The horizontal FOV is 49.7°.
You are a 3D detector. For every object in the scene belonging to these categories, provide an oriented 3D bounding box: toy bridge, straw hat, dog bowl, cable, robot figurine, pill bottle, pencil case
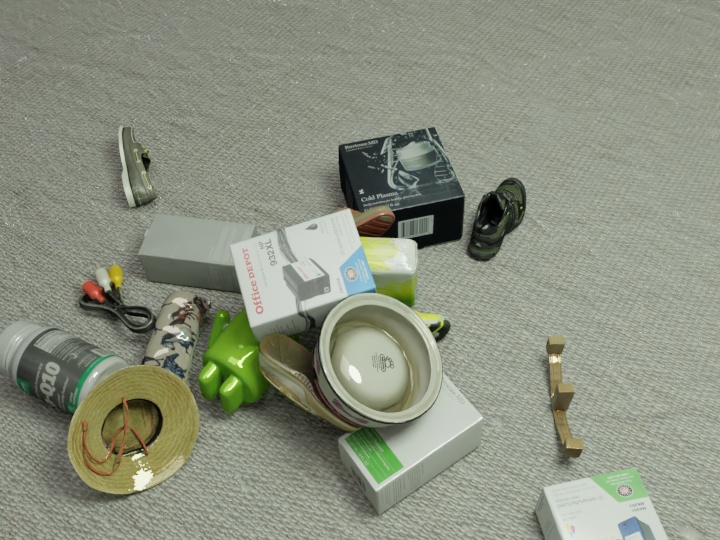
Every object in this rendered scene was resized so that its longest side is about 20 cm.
[{"bbox_3d":[0.316,0.200,1.221,0.027,0.068,0.202,-1,53,2],"label":"toy bridge"},{"bbox_3d":[-0.358,0.238,1.202,0.201,0.202,0.085,-37,17,-24],"label":"straw hat"},{"bbox_3d":[0.017,0.138,1.134,0.198,0.074,0.202,14,56,-21],"label":"dog bowl"},{"bbox_3d":[-0.435,0.054,1.362,0.097,0.051,0.200,-32,42,-21],"label":"cable"},{"bbox_3d":[-0.177,0.132,1.265,0.174,0.116,0.200,25,56,19],"label":"robot figurine"},{"bbox_3d":[-0.486,0.159,1.259,0.198,0.114,0.114,20,55,18],"label":"pill bottle"},{"bbox_3d":[-0.309,0.125,1.301,0.089,0.078,0.201,15,52,-8],"label":"pencil case"}]

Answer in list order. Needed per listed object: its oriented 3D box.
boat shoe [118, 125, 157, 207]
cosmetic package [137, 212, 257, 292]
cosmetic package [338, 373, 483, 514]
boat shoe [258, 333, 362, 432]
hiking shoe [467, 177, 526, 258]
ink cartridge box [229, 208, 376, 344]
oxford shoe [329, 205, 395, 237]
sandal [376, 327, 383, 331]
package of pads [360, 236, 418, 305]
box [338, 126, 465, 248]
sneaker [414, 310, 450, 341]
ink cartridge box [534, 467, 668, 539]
[{"bbox_3d":[-0.456,-0.216,1.585,0.060,0.072,0.203,-12,58,-9],"label":"boat shoe"},{"bbox_3d":[-0.292,-0.032,1.423,0.198,0.091,0.108,7,52,11],"label":"cosmetic package"},{"bbox_3d":[0.077,0.258,1.174,0.199,0.085,0.108,-31,53,-19],"label":"cosmetic package"},{"bbox_3d":[-0.072,0.176,1.169,0.199,0.067,0.074,39,48,14],"label":"boat shoe"},{"bbox_3d":[0.264,-0.116,1.453,0.075,0.101,0.201,20,55,17],"label":"hiking shoe"},{"bbox_3d":[-0.088,0.009,1.206,0.198,0.084,0.146,-17,67,-4],"label":"ink cartridge box"},{"bbox_3d":[-0.021,-0.082,1.341,0.199,0.070,0.076,-22,64,41],"label":"oxford shoe"},{"bbox_3d":[0.031,0.155,1.235,0.053,0.080,0.202,11,74,-22],"label":"sandal"},{"bbox_3d":[0.000,0.000,1.333,0.198,0.155,0.069,2,65,4],"label":"package of pads"},{"bbox_3d":[0.074,-0.149,1.476,0.198,0.125,0.198,-12,50,-7],"label":"box"},{"bbox_3d":[0.054,0.087,1.318,0.198,0.076,0.077,-3,52,-2],"label":"sneaker"},{"bbox_3d":[0.341,0.389,1.058,0.144,0.088,0.201,-9,53,-6],"label":"ink cartridge box"}]
